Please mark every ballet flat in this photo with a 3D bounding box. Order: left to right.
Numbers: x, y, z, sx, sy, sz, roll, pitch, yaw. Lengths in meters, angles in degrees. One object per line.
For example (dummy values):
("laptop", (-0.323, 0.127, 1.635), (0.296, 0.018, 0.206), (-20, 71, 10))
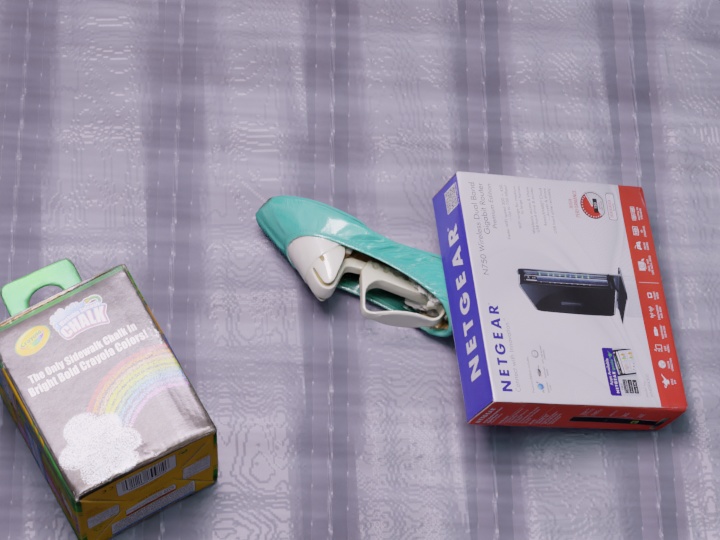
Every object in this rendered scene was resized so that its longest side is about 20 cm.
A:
("ballet flat", (0.000, 0.000, 1.750), (0.199, 0.068, 0.071), (21, 50, 4))

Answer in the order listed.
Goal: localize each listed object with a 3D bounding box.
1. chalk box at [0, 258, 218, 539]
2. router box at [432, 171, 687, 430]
("chalk box", (-0.208, 0.088, 1.667), (0.124, 0.124, 0.201), (-26, 69, -14))
("router box", (0.159, 0.026, 1.735), (0.178, 0.049, 0.202), (3, 64, -25))
